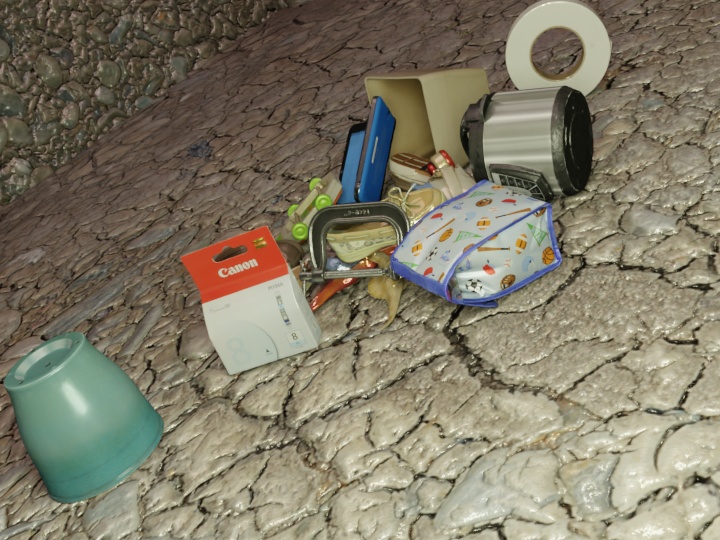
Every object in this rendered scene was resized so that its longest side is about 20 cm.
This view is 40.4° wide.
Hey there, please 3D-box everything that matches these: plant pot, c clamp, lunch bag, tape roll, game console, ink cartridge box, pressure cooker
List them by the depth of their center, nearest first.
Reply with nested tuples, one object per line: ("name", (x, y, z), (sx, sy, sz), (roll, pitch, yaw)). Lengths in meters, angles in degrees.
("lunch bag", (0.160, -0.027, 1.409), (0.198, 0.125, 0.170), (-27, 25, -19))
("plant pot", (-0.424, 0.205, 1.453), (0.198, 0.190, 0.201), (-21, 25, 10))
("ink cartridge box", (-0.170, 0.049, 1.490), (0.158, 0.202, 0.047), (-18, 24, 18))
("c clamp", (-0.010, -0.019, 1.500), (0.197, 0.174, 0.027), (-9, -5, 23))
("pressure cooker", (0.260, -0.202, 1.573), (0.198, 0.179, 0.178), (1, 14, 30))
("game console", (-0.010, -0.208, 1.839), (0.117, 0.171, 0.203), (7, 77, 19))
("tape roll", (0.377, -0.419, 1.871), (0.200, 0.205, 0.037), (-19, 24, 16))
("plant pot", (0.151, -0.303, 1.899), (0.175, 0.202, 0.199), (-24, 21, -25))

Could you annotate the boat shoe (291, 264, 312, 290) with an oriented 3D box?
("boat shoe", (-0.169, 0.042, 1.666), (0.199, 0.067, 0.074), (-35, 25, -17))

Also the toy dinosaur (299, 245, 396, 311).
("toy dinosaur", (0.000, 0.000, 1.619), (0.179, 0.105, 0.203), (-6, 64, 21))

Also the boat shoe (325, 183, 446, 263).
("boat shoe", (0.039, -0.078, 1.524), (0.198, 0.063, 0.074), (-28, 43, 13))

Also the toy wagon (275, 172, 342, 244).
("toy wagon", (-0.111, -0.100, 1.878), (0.201, 0.039, 0.155), (-50, 16, 9))

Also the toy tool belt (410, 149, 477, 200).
("toy tool belt", (0.130, -0.109, 1.589), (0.122, 0.125, 0.201), (-34, 44, 0))

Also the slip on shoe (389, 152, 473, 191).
("slip on shoe", (0.131, -0.157, 1.778), (0.199, 0.061, 0.076), (23, 39, 37))

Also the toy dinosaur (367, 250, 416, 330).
("toy dinosaur", (0.057, 0.018, 1.520), (0.100, 0.058, 0.201), (-27, 43, 13))

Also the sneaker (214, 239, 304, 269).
("sneaker", (-0.201, -0.010, 1.799), (0.198, 0.071, 0.076), (-13, 28, 29))
